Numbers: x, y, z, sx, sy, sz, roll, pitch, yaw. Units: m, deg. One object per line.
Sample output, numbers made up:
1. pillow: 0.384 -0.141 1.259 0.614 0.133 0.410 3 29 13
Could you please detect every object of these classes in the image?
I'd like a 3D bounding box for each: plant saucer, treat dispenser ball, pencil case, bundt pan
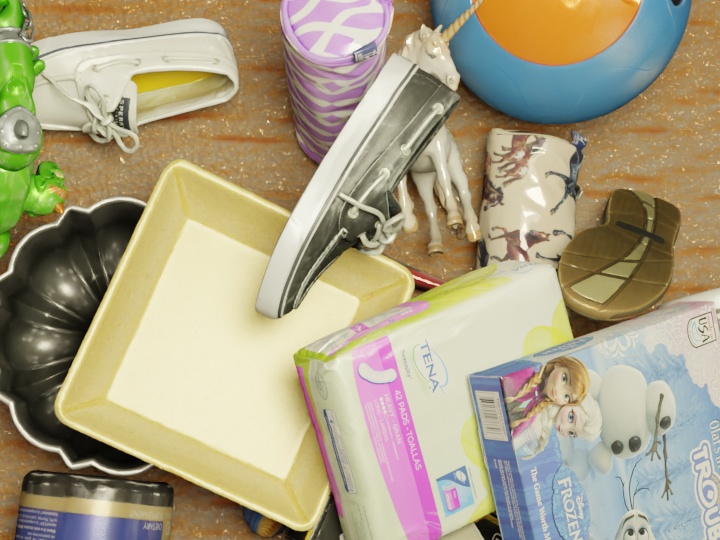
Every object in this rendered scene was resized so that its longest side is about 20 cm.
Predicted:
1. plant saucer: -0.087 0.054 0.952 0.198 0.048 0.202 25 77 -5
2. treat dispenser ball: 0.152 -0.213 1.022 0.198 0.201 0.204 1 81 -7
3. pencil case: 0.135 -0.008 1.049 0.088 0.078 0.203 8 80 -20
4. pencil case: -0.014 -0.149 0.993 0.085 0.200 0.084 -32 75 -11
5. bundt pan: -0.177 0.052 0.999 0.199 0.076 0.205 2 80 -10

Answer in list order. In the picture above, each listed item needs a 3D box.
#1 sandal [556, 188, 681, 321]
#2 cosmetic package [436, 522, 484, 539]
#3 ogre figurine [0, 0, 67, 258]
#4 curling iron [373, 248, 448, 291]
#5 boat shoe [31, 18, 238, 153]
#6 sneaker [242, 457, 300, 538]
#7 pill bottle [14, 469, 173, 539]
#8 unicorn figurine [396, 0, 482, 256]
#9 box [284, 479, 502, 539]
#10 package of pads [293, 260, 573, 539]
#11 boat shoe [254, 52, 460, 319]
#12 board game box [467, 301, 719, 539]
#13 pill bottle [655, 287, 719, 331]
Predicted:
1. sandal: 0.200 -0.004 1.028 0.080 0.200 0.055 24 121 12
2. cosmetic package: 0.066 0.286 0.947 0.104 0.071 0.202 -20 117 -6
3. ogre figurine: -0.264 -0.080 0.946 0.200 0.098 0.121 -45 47 23
4. curling iron: 0.000 0.000 1.058 0.198 0.026 0.050 28 76 -2
5. boat shoe: -0.187 -0.130 1.023 0.199 0.075 0.087 -12 51 -15
6. sneaker: -0.048 0.102 1.023 0.087 0.075 0.202 25 75 13
7. pill bottle: -0.197 0.248 0.950 0.110 0.112 0.203 6 80 -6
8. unicorn figurine: 0.053 -0.093 0.996 0.073 0.200 0.139 -7 77 -5
9. box: 0.061 0.166 0.994 0.199 0.049 0.161 31 80 -24
10. package of pads: 0.063 0.090 0.930 0.198 0.068 0.157 -20 101 -25
11. boat shoe: 0.000 -0.046 0.914 0.068 0.074 0.201 31 82 3
12. board game box: 0.183 0.143 0.930 0.197 0.043 0.203 -16 96 -31
13. pill bottle: 0.301 0.114 1.034 0.110 0.111 0.203 -11 82 -8
